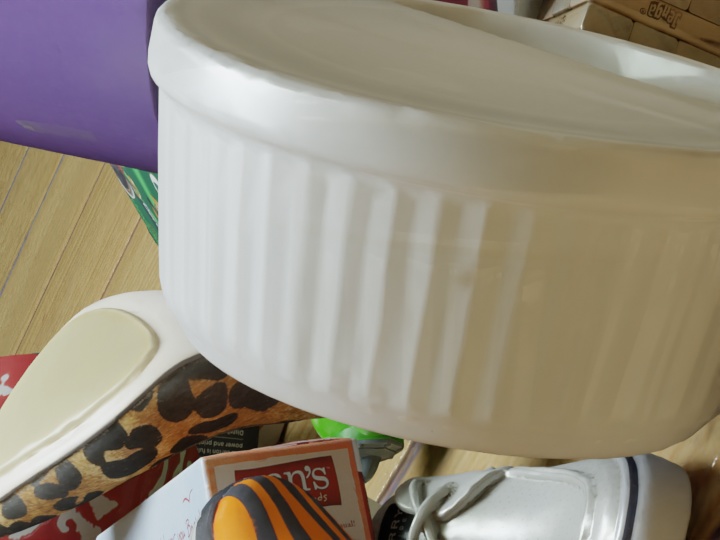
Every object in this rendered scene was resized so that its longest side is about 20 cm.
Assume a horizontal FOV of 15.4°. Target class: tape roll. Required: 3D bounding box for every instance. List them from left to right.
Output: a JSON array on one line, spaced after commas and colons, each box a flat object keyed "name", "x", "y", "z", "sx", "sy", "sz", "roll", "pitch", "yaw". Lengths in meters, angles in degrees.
[{"name": "tape roll", "x": -0.076, "y": -0.138, "z": 0.983, "sx": 0.200, "sy": 0.085, "sz": 0.201, "roll": 13, "pitch": -90, "yaw": -74}]

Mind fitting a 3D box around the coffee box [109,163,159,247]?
[{"name": "coffee box", "x": -0.068, "y": -0.030, "z": 1.238, "sx": 0.044, "sy": 0.123, "sz": 0.200, "roll": -34, "pitch": 25, "yaw": -10}]

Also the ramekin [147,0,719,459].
[{"name": "ramekin", "x": 0.033, "y": -0.016, "z": 0.774, "sx": 0.202, "sy": 0.202, "sz": 0.095, "roll": -118, "pitch": 36, "yaw": -72}]

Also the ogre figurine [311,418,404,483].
[{"name": "ogre figurine", "x": 0.000, "y": 0.000, "z": 1.067, "sx": 0.200, "sy": 0.098, "sz": 0.120, "roll": 42, "pitch": 116, "yaw": 33}]

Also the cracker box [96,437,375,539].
[{"name": "cracker box", "x": -0.028, "y": 0.166, "z": 0.862, "sx": 0.134, "sy": 0.058, "sz": 0.201, "roll": 141, "pitch": 119, "yaw": -65}]

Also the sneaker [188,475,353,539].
[{"name": "sneaker", "x": 0.032, "y": 0.116, "z": 0.738, "sx": 0.112, "sy": 0.077, "sz": 0.200, "roll": -53, "pitch": 58, "yaw": 31}]

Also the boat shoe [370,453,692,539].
[{"name": "boat shoe", "x": 0.036, "y": 0.095, "z": 0.842, "sx": 0.200, "sy": 0.070, "sz": 0.071, "roll": 142, "pitch": 145, "yaw": -66}]

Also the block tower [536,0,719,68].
[{"name": "block tower", "x": 0.106, "y": -0.125, "z": 0.915, "sx": 0.054, "sy": 0.058, "sz": 0.201, "roll": 164, "pitch": 126, "yaw": -73}]

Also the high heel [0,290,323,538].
[{"name": "high heel", "x": -0.032, "y": 0.057, "z": 0.911, "sx": 0.200, "sy": 0.143, "sz": 0.071, "roll": -40, "pitch": 33, "yaw": 6}]

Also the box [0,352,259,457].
[{"name": "box", "x": -0.141, "y": 0.136, "z": 1.230, "sx": 0.200, "sy": 0.104, "sz": 0.183, "roll": -6, "pitch": 77, "yaw": 58}]

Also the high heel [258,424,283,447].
[{"name": "high heel", "x": -0.091, "y": 0.109, "z": 1.320, "sx": 0.096, "sy": 0.067, "sz": 0.201, "roll": -21, "pitch": 51, "yaw": 66}]

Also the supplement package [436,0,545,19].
[{"name": "supplement package", "x": 0.021, "y": -0.141, "z": 0.954, "sx": 0.200, "sy": 0.113, "sz": 0.110, "roll": 86, "pitch": -158, "yaw": -45}]

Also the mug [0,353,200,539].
[{"name": "mug", "x": -0.142, "y": 0.150, "z": 0.985, "sx": 0.178, "sy": 0.133, "sz": 0.200, "roll": -48, "pitch": 21, "yaw": 45}]

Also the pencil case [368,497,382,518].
[{"name": "pencil case", "x": -0.038, "y": 0.175, "z": 0.996, "sx": 0.091, "sy": 0.083, "sz": 0.200, "roll": 97, "pitch": -176, "yaw": -60}]
